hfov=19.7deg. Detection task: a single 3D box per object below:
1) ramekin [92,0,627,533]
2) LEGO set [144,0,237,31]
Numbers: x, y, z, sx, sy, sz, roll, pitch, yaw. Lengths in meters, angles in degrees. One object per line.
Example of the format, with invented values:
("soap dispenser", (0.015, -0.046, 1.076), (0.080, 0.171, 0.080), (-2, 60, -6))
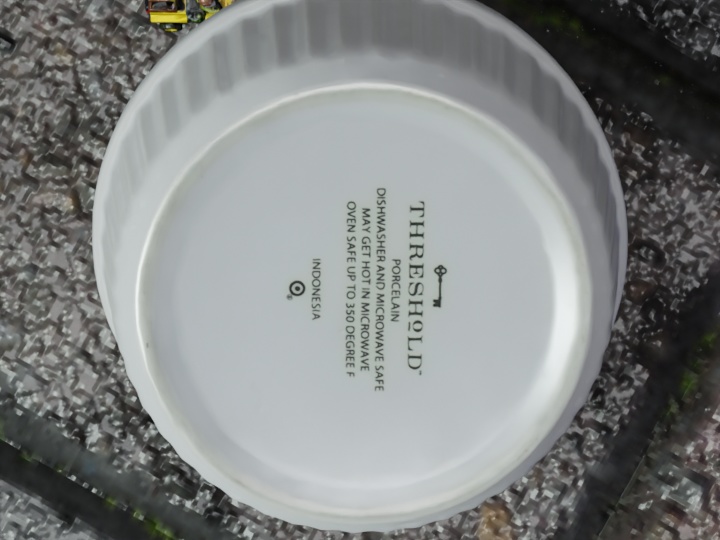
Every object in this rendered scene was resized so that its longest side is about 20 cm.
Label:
("ramekin", (0.000, 0.000, 0.740), (0.201, 0.094, 0.204), (0, 107, 0))
("LEGO set", (-0.052, -0.190, 0.752), (0.153, 0.116, 0.201), (9, 91, 1))
